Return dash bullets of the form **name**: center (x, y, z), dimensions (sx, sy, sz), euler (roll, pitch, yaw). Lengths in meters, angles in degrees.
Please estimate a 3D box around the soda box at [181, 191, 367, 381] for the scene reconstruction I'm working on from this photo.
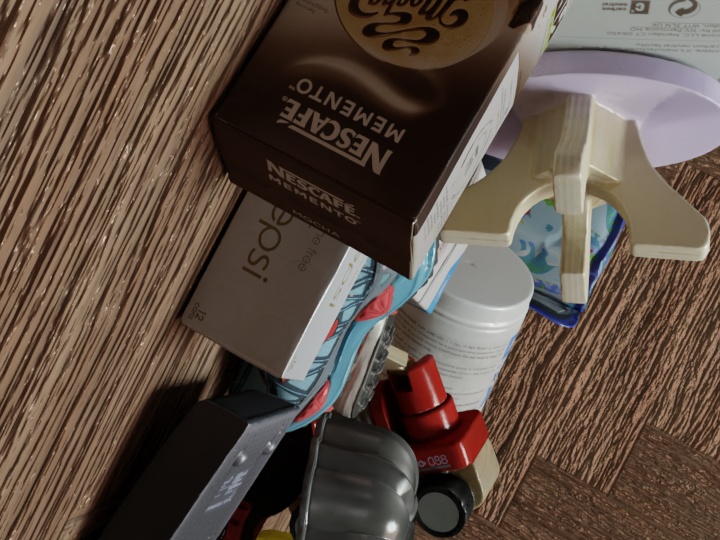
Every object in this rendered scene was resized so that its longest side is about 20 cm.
- **soda box**: center (-0.019, -0.043, 0.830), dimensions (0.202, 0.068, 0.064), euler (-62, 170, -1)

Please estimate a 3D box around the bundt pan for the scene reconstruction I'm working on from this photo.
- **bundt pan**: center (-0.001, 0.202, 1.059), dimensions (0.202, 0.075, 0.205), euler (5, 90, -84)

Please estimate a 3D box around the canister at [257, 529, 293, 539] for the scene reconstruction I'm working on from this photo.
- **canister**: center (-0.072, 0.293, 1.218), dimensions (0.200, 0.147, 0.088), euler (-27, 127, -69)

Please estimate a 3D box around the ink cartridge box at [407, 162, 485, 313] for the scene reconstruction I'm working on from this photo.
- **ink cartridge box**: center (0.044, -0.039, 1.159), dimensions (0.117, 0.066, 0.200), euler (-62, 170, -2)

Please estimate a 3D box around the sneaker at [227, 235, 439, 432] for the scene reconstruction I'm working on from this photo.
- **sneaker**: center (-0.042, 0.022, 0.934), dimensions (0.095, 0.080, 0.201), euler (10, 127, -41)

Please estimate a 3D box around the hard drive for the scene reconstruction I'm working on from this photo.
- **hard drive**: center (-0.116, 0.158, 0.889), dimensions (0.201, 0.042, 0.135), euler (-57, 170, 6)

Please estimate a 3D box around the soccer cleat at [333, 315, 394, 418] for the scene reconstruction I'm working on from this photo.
- **soccer cleat**: center (0.000, 0.000, 1.046), dimensions (0.068, 0.072, 0.202), euler (-27, 137, -78)

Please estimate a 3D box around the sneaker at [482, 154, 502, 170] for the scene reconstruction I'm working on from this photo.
- **sneaker**: center (0.088, -0.120, 1.169), dimensions (0.085, 0.074, 0.201), euler (-60, 160, -21)

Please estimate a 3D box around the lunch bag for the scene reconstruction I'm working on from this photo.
- **lunch bag**: center (0.166, -0.034, 1.497), dimensions (0.128, 0.169, 0.200), euler (-59, 171, -18)

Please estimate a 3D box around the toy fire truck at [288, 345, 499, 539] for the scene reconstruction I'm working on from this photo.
- **toy fire truck**: center (-0.003, 0.117, 1.190), dimensions (0.129, 0.174, 0.202), euler (-43, 117, -60)

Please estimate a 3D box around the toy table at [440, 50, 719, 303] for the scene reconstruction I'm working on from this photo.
- **toy table**: center (0.152, -0.069, 1.032), dimensions (0.184, 0.198, 0.118), euler (53, 40, -55)

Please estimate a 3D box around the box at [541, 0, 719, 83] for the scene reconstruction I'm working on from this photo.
- **box**: center (0.221, -0.219, 1.048), dimensions (0.200, 0.196, 0.173), euler (80, 13, -67)

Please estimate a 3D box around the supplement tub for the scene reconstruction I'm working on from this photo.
- **supplement tub**: center (0.068, 0.073, 1.393), dimensions (0.132, 0.131, 0.201), euler (-47, 163, -55)

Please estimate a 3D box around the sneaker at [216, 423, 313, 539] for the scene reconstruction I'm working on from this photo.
- **sneaker**: center (-0.101, 0.169, 1.029), dimensions (0.086, 0.073, 0.202), euler (-17, -136, 54)

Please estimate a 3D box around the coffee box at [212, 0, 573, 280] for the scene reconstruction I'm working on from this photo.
- **coffee box**: center (0.026, -0.114, 0.746), dimensions (0.201, 0.112, 0.080), euler (-60, 170, -17)
